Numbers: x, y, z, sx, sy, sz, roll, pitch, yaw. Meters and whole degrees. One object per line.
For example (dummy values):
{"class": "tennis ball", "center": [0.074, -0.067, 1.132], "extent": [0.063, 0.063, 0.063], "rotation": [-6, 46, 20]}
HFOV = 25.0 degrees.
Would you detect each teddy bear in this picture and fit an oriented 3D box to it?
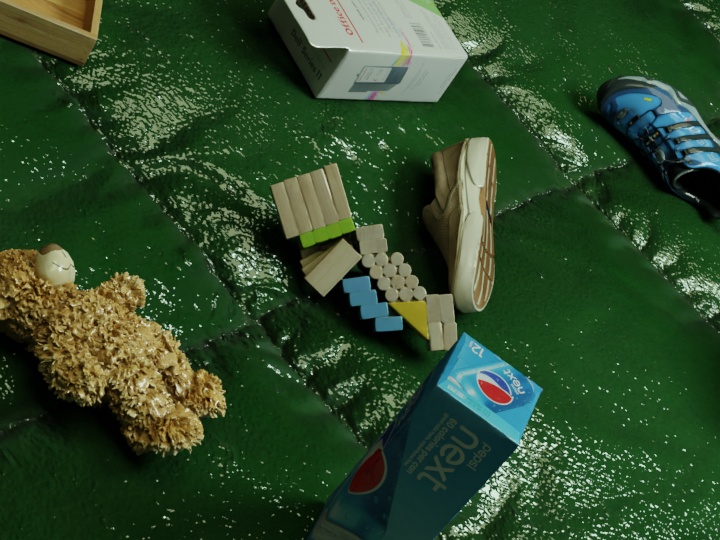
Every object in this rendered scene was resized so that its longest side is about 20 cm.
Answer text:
{"class": "teddy bear", "center": [-0.177, 0.049, 1.131], "extent": [0.200, 0.067, 0.145], "rotation": [48, 36, 13]}

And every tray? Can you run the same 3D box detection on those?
{"class": "tray", "center": [-0.315, -0.248, 1.358], "extent": [0.199, 0.037, 0.099], "rotation": [20, 41, -20]}

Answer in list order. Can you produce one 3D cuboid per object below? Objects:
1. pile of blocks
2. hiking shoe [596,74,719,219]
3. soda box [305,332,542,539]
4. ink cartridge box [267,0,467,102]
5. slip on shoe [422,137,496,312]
{"class": "pile of blocks", "center": [0.000, 0.000, 1.344], "extent": [0.200, 0.082, 0.062], "rotation": [48, -6, 0]}
{"class": "hiking shoe", "center": [0.335, -0.133, 1.724], "extent": [0.199, 0.075, 0.087], "rotation": [34, 36, -4]}
{"class": "soda box", "center": [0.038, 0.138, 1.098], "extent": [0.068, 0.200, 0.064], "rotation": [35, 37, -1]}
{"class": "ink cartridge box", "center": [-0.008, -0.226, 1.553], "extent": [0.199, 0.067, 0.118], "rotation": [-2, 53, -41]}
{"class": "slip on shoe", "center": [0.085, -0.041, 1.446], "extent": [0.060, 0.076, 0.201], "rotation": [-4, 49, 12]}
